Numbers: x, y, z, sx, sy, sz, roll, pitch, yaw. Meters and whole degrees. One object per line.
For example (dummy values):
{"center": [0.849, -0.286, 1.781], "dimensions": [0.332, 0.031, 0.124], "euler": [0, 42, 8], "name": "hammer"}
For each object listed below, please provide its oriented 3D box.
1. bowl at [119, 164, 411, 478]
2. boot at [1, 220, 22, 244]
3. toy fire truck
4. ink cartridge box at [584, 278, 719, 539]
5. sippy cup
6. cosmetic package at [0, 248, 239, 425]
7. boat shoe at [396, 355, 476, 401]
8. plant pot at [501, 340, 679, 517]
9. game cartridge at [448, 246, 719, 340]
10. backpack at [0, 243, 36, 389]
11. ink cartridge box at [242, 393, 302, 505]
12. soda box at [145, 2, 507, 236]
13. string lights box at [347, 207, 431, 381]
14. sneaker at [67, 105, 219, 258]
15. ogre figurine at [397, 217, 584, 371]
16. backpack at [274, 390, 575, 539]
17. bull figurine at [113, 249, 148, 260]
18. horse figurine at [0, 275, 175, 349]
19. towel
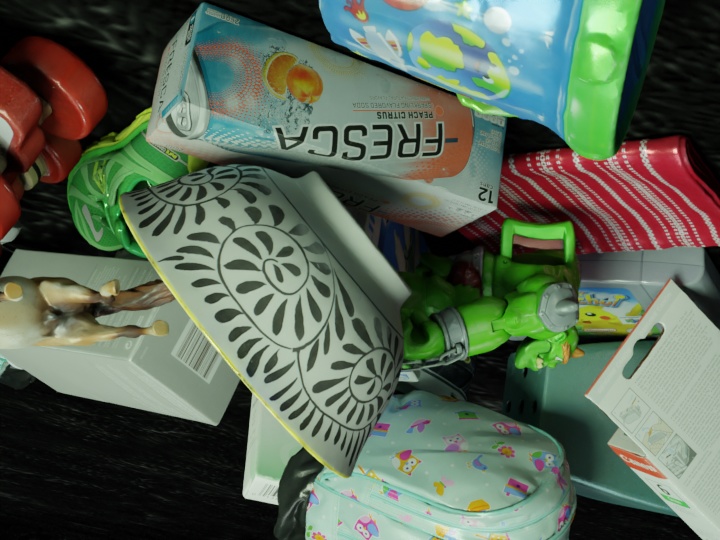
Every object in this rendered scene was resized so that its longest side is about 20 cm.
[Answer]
{"center": [-0.034, 0.008, 0.738], "dimensions": [0.094, 0.201, 0.201], "euler": [-38, 151, 1], "name": "bowl"}
{"center": [-0.324, -0.015, 0.956], "dimensions": [0.073, 0.096, 0.200], "euler": [34, -173, 13], "name": "boot"}
{"center": [-0.259, -0.095, 0.801], "dimensions": [0.168, 0.112, 0.200], "euler": [38, 154, -9], "name": "toy fire truck"}
{"center": [0.240, 0.107, 0.956], "dimensions": [0.200, 0.109, 0.050], "euler": [43, 167, -20], "name": "ink cartridge box"}
{"center": [0.056, -0.125, 0.534], "dimensions": [0.130, 0.140, 0.178], "euler": [15, 124, 14], "name": "sippy cup"}
{"center": [-0.188, 0.047, 1.006], "dimensions": [0.200, 0.090, 0.107], "euler": [9, 155, 40], "name": "cosmetic package"}
{"center": [0.012, 0.039, 1.077], "dimensions": [0.200, 0.091, 0.071], "euler": [34, 152, -21], "name": "boat shoe"}
{"center": [0.220, 0.123, 1.071], "dimensions": [0.199, 0.142, 0.141], "euler": [10, 172, -12], "name": "plant pot"}
{"center": [0.171, 0.017, 1.008], "dimensions": [0.200, 0.041, 0.133], "euler": [-2, 154, 28], "name": "game cartridge"}
{"center": [-0.363, 0.034, 1.145], "dimensions": [0.200, 0.127, 0.167], "euler": [18, 162, -17], "name": "backpack"}
{"center": [-0.012, 0.112, 1.131], "dimensions": [0.161, 0.200, 0.050], "euler": [14, 144, -15], "name": "ink cartridge box"}
{"center": [-0.016, -0.082, 0.767], "dimensions": [0.200, 0.064, 0.068], "euler": [16, 159, -22], "name": "soda box"}
{"center": [0.000, 0.000, 0.927], "dimensions": [0.059, 0.103, 0.200], "euler": [3, 160, 15], "name": "string lights box"}
{"center": [-0.152, -0.047, 0.888], "dimensions": [0.074, 0.084, 0.200], "euler": [20, 157, -23], "name": "sneaker"}
{"center": [0.084, 0.018, 0.865], "dimensions": [0.120, 0.098, 0.200], "euler": [-8, 170, 12], "name": "ogre figurine"}
{"center": [0.055, 0.167, 0.966], "dimensions": [0.200, 0.167, 0.127], "euler": [18, 133, 27], "name": "backpack"}
{"center": [-0.134, 0.006, 1.057], "dimensions": [0.121, 0.065, 0.200], "euler": [18, 155, -6], "name": "bull figurine"}
{"center": [-0.198, 0.021, 0.785], "dimensions": [0.200, 0.050, 0.132], "euler": [-1, 179, -37], "name": "horse figurine"}
{"center": [0.143, -0.042, 0.874], "dimensions": [0.200, 0.023, 0.145], "euler": [-4, 156, 33], "name": "towel"}
